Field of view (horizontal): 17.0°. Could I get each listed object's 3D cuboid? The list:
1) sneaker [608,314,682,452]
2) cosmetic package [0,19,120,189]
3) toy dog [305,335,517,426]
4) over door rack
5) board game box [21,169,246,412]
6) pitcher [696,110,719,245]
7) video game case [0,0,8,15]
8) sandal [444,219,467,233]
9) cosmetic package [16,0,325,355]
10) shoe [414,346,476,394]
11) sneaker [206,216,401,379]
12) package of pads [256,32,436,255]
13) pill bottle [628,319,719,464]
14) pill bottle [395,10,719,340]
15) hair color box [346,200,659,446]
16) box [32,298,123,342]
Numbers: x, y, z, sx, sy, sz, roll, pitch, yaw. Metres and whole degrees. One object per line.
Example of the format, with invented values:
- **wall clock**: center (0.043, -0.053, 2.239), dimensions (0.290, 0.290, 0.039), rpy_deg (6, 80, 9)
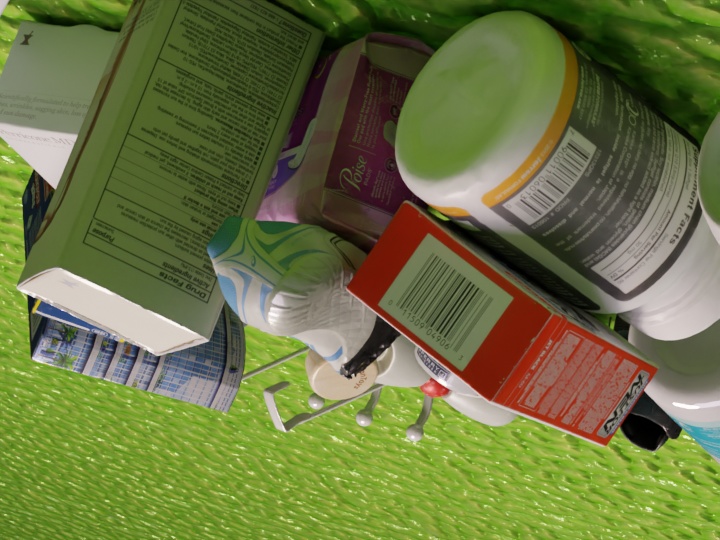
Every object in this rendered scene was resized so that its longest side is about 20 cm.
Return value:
- **sneaker**: center (0.207, 0.079, 1.630), dimensions (0.060, 0.105, 0.200), rpy_deg (4, 156, 47)
- **cosmetic package**: center (-0.147, -0.080, 1.591), dimensions (0.112, 0.082, 0.200), rpy_deg (8, 160, 30)
- **toy dog**: center (0.046, 0.044, 1.688), dimensions (0.199, 0.132, 0.096), rpy_deg (3, 143, -48)
- **over door rack**: center (-0.021, 0.090, 1.816), dimensions (0.199, 0.067, 0.147), rpy_deg (-10, -168, -33)
- **board game box**: center (-0.140, 0.007, 1.740), dimensions (0.199, 0.201, 0.062), rpy_deg (15, 122, -21)
- **pitcher**: center (0.254, -0.035, 1.242), dimensions (0.199, 0.122, 0.171), rpy_deg (19, -178, -36)
- **video game case**: center (-0.289, -0.213, 1.450), dimensions (0.181, 0.022, 0.200), rpy_deg (25, 163, -12)
- **sandal**: center (0.103, -0.028, 1.452), dimensions (0.199, 0.043, 0.076), rpy_deg (-2, 165, -17)
- **cosmetic package**: center (-0.110, -0.064, 1.393), dimensions (0.103, 0.201, 0.087), rpy_deg (28, 161, -19)
- **shoe**: center (0.122, 0.030, 1.638), dimensions (0.071, 0.091, 0.200), rpy_deg (45, -155, 25)
- **sneaker**: center (-0.023, 0.010, 1.357), dimensions (0.072, 0.072, 0.200), rpy_deg (44, -176, 24)
- **package of pads**: center (-0.022, -0.062, 1.434), dimensions (0.075, 0.121, 0.200), rpy_deg (21, 164, -22)
- **pill bottle**: center (0.259, 0.075, 1.551), dimensions (0.110, 0.111, 0.200), rpy_deg (7, 159, 36)
- **pill bottle**: center (0.123, -0.047, 1.324), dimensions (0.200, 0.117, 0.116), rpy_deg (33, 159, -35)
- **hair color box**: center (0.084, 0.033, 1.353), dimensions (0.111, 0.064, 0.200), rpy_deg (37, -176, 24)
- **box**: center (-0.158, -0.016, 1.553), dimensions (0.070, 0.065, 0.200), rpy_deg (19, 159, -10)
